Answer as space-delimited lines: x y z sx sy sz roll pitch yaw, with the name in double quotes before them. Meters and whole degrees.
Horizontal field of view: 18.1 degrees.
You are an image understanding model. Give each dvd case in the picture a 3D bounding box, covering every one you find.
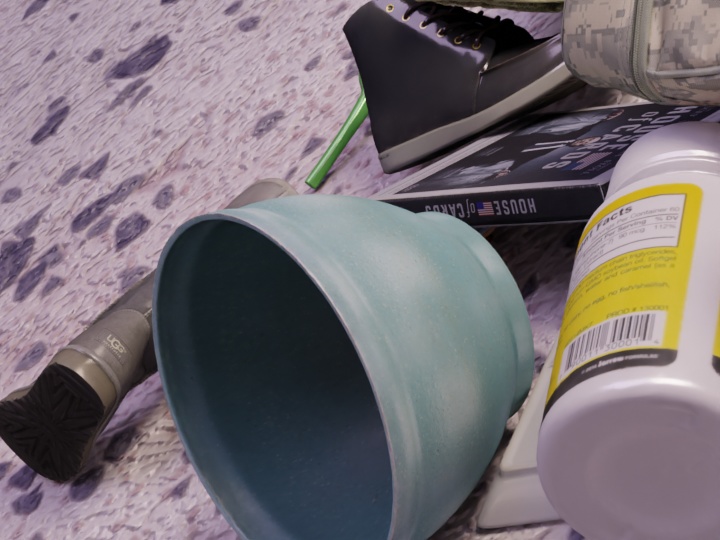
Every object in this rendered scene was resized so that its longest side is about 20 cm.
"dvd case" 0.115 -0.060 1.271 0.150 0.025 0.199 -28 15 -36

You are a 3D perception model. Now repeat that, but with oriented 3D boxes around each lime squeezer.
"lime squeezer" 0.010 -0.141 1.577 0.070 0.038 0.201 -19 34 35

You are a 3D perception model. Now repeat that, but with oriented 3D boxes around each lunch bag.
"lunch bag" 0.225 -0.141 1.112 0.167 0.199 0.141 23 106 51

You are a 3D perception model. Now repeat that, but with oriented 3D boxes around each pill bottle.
"pill bottle" 0.151 0.028 1.055 0.114 0.114 0.201 -22 32 31

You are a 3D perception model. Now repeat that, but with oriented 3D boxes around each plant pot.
"plant pot" 0.004 0.046 1.159 0.133 0.202 0.200 -22 15 -33

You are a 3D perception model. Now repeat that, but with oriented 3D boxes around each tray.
"tray" 0.128 0.045 1.160 0.107 0.022 0.201 -15 36 42

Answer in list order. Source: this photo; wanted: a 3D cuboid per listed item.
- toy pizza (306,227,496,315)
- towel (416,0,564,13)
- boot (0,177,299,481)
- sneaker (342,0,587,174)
"toy pizza" 0.000 0.000 1.336 0.199 0.032 0.200 -21 12 5
"towel" 0.122 -0.196 1.401 0.147 0.037 0.200 9 23 23
"boot" -0.134 0.035 1.450 0.200 0.073 0.182 -51 9 -34
"sneaker" 0.067 -0.139 1.388 0.199 0.107 0.075 -24 -1 40
